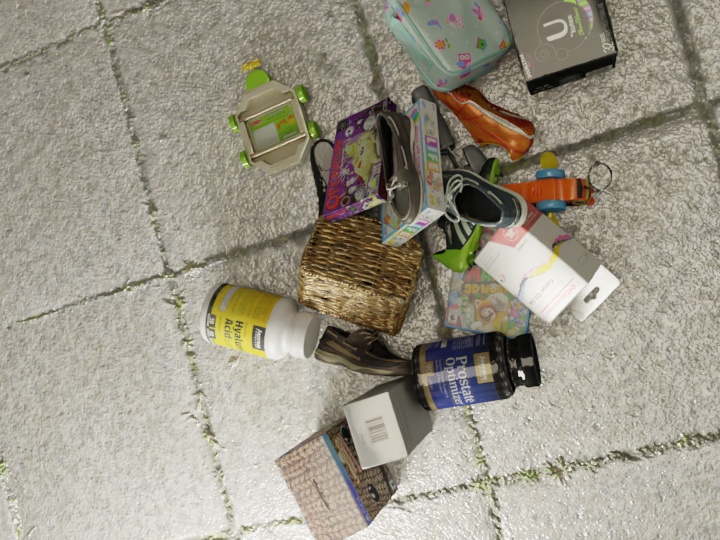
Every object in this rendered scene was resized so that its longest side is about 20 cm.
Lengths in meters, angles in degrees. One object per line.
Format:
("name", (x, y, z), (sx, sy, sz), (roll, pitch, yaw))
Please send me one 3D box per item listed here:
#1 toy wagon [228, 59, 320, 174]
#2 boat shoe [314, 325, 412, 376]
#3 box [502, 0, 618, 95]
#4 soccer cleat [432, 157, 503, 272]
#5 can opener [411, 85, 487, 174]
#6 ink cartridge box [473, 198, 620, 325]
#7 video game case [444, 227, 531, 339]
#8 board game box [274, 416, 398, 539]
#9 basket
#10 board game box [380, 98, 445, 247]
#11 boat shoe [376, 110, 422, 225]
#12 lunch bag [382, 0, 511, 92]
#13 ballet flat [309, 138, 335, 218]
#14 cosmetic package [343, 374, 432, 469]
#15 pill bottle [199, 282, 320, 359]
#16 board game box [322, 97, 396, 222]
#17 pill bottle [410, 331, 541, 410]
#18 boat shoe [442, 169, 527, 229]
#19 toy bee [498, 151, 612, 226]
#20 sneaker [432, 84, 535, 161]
("toy wagon", (-0.162, -0.281, 1.446), (0.153, 0.040, 0.203), (-19, 86, 16))
("boat shoe", (0.003, 0.135, 1.373), (0.198, 0.074, 0.074), (9, 89, 35))
("box", (0.307, -0.403, 1.257), (0.147, 0.124, 0.203), (-15, 89, 16))
("soccer cleat", (0.173, -0.094, 1.308), (0.080, 0.067, 0.202), (24, 112, 18))
("can opener", (0.155, -0.224, 1.349), (0.066, 0.053, 0.202), (-26, 84, 3))
("ink cartridge box", (0.293, 0.000, 1.262), (0.199, 0.067, 0.117), (40, 135, 8))
("video game case", (0.225, 0.007, 1.351), (0.141, 0.018, 0.203), (10, 95, 17))
("board game box", (-0.035, 0.346, 1.348), (0.096, 0.200, 0.161), (-30, 84, 15))
("basket", (0.000, 0.000, 1.377), (0.197, 0.149, 0.144), (16, 64, 3))
("board game box", (0.079, -0.157, 1.302), (0.134, 0.034, 0.203), (-36, 49, 52))
("boat shoe", (0.055, -0.162, 1.251), (0.067, 0.056, 0.202), (-42, 44, 50))
("lunch bag", (0.134, -0.400, 1.302), (0.159, 0.077, 0.201), (-31, 81, -16))
("ballet flat", (-0.047, -0.134, 1.420), (0.065, 0.057, 0.203), (-8, 96, 2))
("cosmetic package", (0.051, 0.243, 1.318), (0.084, 0.200, 0.109), (-19, 84, 15))
("pill bottle", (-0.177, 0.095, 1.428), (0.197, 0.111, 0.113), (12, 95, 16))
("board game box", (0.000, -0.185, 1.335), (0.119, 0.032, 0.202), (-22, 50, 39))
("pill bottle", (0.191, 0.162, 1.319), (0.197, 0.112, 0.113), (-12, 89, 17))
("boat shoe", (0.164, -0.109, 1.236), (0.199, 0.061, 0.076), (32, 118, 42))
("toy bee", (0.324, -0.116, 1.283), (0.199, 0.108, 0.133), (23, 100, 42))
("sneaker", (0.193, -0.249, 1.326), (0.199, 0.073, 0.078), (40, 129, 21))
